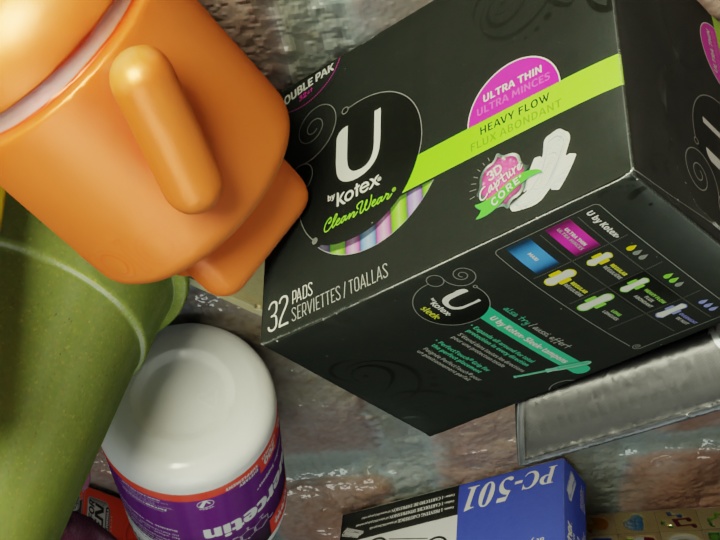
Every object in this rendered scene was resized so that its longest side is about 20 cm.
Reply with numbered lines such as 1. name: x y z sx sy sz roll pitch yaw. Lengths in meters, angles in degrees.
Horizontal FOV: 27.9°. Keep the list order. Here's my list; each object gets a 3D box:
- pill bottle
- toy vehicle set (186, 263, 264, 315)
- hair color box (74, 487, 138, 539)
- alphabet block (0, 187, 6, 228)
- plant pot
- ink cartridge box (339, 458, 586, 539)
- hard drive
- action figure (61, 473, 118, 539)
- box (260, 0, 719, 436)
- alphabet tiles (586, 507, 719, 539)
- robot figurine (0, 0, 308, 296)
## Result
1. pill bottle: -0.105 0.127 0.952 0.112 0.113 0.200 -1 148 0
2. toy vehicle set: 0.000 0.000 0.832 0.199 0.027 0.124 27 139 -36
3. hair color box: -0.182 0.244 1.183 0.101 0.062 0.200 -25 142 33
4. alphabet block: -0.290 -0.034 0.619 0.199 0.196 0.196 -12 148 19
5. plant pot: -0.206 0.068 0.757 0.199 0.191 0.200 7 148 4
6. ink cartridge box: 0.075 0.215 1.109 0.199 0.094 0.044 -19 133 26
7. hard drive: 0.147 0.031 0.757 0.134 0.200 0.043 -19 102 20
8. action figure: -0.226 0.171 0.928 0.133 0.149 0.200 -20 140 3
9. box: 0.068 -0.037 0.660 0.199 0.149 0.124 -27 138 34
10. alphabet tiles: 0.233 0.226 1.096 0.199 0.167 0.006 -4 111 4
11. robot figurine: -0.108 -0.074 0.612 0.116 0.144 0.200 -30 126 21
